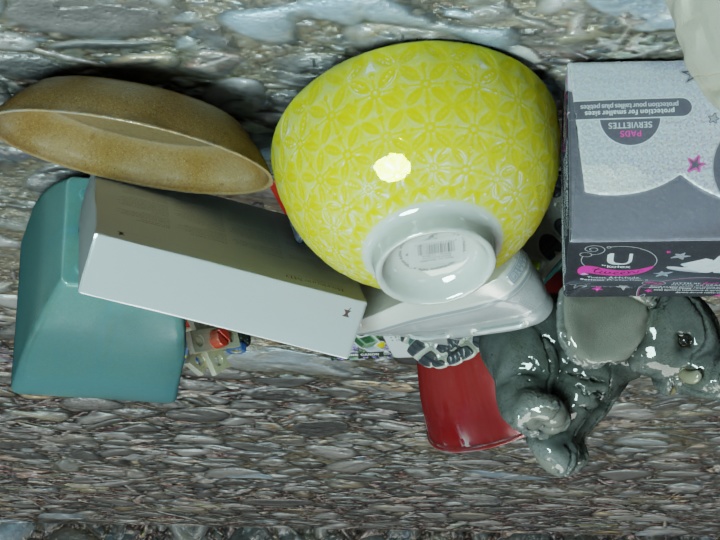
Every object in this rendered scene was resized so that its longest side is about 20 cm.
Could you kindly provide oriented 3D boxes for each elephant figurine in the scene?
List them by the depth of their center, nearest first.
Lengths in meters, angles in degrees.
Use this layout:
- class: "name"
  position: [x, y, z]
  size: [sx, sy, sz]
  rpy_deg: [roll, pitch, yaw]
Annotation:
- class: "elephant figurine"
  position: [0.196, 0.048, 1.341]
  size: [0.200, 0.142, 0.155]
  rpy_deg: [-36, 113, 18]

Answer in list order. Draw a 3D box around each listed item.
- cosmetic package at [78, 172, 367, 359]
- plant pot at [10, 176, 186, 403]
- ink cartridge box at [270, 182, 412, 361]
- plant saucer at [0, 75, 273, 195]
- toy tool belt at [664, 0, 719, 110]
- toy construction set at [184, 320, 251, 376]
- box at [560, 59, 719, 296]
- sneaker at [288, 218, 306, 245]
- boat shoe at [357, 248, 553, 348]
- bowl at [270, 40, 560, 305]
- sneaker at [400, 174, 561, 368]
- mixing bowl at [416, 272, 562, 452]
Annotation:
- class: "cosmetic package"
  position: [-0.104, -0.008, 1.338]
  size: [0.199, 0.052, 0.151]
  rpy_deg: [15, -164, -13]
- class: "plant pot"
  position: [-0.205, 0.007, 1.492]
  size: [0.140, 0.142, 0.200]
  rpy_deg: [4, 158, -11]
- class: "ink cartridge box"
  position: [0.000, 0.000, 1.492]
  size: [0.108, 0.051, 0.200]
  rpy_deg: [-4, 145, 17]
- class: "plant saucer"
  position: [-0.154, -0.095, 1.258]
  size: [0.199, 0.036, 0.200]
  rpy_deg: [10, 170, 2]
- class: "toy tool belt"
  position: [0.264, -0.156, 0.953]
  size: [0.123, 0.126, 0.199]
  rpy_deg: [-26, -171, -40]
- class: "toy construction set"
  position: [-0.180, 0.054, 1.750]
  size: [0.199, 0.093, 0.131]
  rpy_deg: [2, 168, 43]
- class: "box"
  position: [0.233, -0.061, 1.210]
  size: [0.198, 0.133, 0.115]
  rpy_deg: [0, 161, 4]
- class: "sneaker"
  position: [0.037, -0.053, 1.347]
  size: [0.198, 0.082, 0.074]
  rpy_deg: [-2, 165, 12]
- class: "boat shoe"
  position: [0.056, 0.025, 1.352]
  size: [0.199, 0.072, 0.069]
  rpy_deg: [-17, 125, 40]
- class: "bowl"
  position: [0.043, -0.043, 1.212]
  size: [0.199, 0.108, 0.201]
  rpy_deg: [-6, 142, -4]
- class: "sneaker"
  position: [0.116, 0.006, 1.450]
  size: [0.200, 0.078, 0.080]
  rpy_deg: [-42, 160, 17]
- class: "mixing bowl"
  position: [0.126, 0.060, 1.616]
  size: [0.199, 0.109, 0.200]
  rpy_deg: [-24, -165, 7]
